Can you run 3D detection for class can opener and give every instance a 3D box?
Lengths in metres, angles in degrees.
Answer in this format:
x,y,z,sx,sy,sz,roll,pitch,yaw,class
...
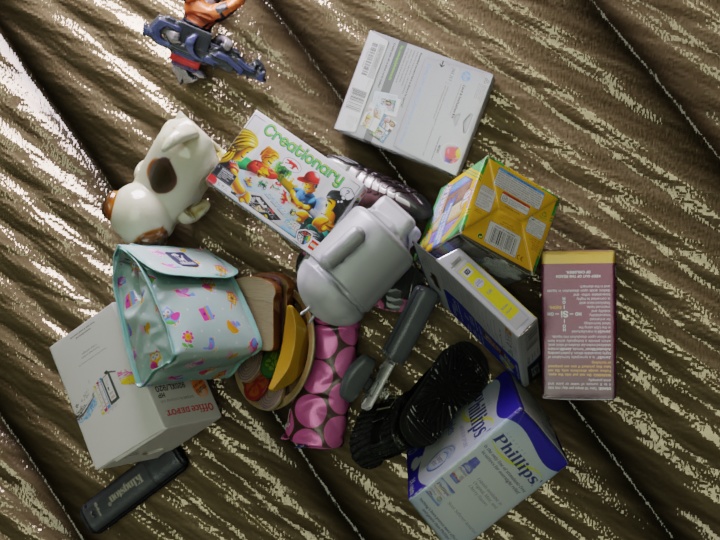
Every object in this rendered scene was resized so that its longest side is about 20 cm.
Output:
x,y,z,sx,sy,sz,roll,pitch,yaw,class
0.043,0.109,1.521,0.066,0.053,0.201,32,88,-14,can opener

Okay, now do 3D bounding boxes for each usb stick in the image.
x,y,z,sx,sy,sz,roll,pitch,yaw,class
-0.353,0.338,1.659,0.199,0.033,0.056,-37,81,10,usb stick

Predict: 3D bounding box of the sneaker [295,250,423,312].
x,y,z,sx,sy,sz,roll,pitch,yaw,class
0.000,0.000,1.569,0.198,0.086,0.081,19,97,-11,sneaker

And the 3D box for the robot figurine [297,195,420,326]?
x,y,z,sx,sy,sz,roll,pitch,yaw,class
-0.007,-0.006,1.450,0.200,0.170,0.113,-46,64,-4,robot figurine

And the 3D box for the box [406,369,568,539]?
x,y,z,sx,sy,sz,roll,pitch,yaw,class
0.168,0.257,1.466,0.199,0.184,0.105,-40,98,8,box

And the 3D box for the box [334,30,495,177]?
x,y,z,sx,sy,sz,roll,pitch,yaw,class
0.080,-0.246,1.569,0.198,0.041,0.158,21,94,12,box

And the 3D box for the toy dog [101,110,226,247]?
x,y,z,sx,sy,sz,roll,pitch,yaw,class
-0.283,-0.118,1.573,0.139,0.194,0.201,40,91,-3,toy dog

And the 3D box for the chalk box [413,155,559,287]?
x,y,z,sx,sy,sz,roll,pitch,yaw,class
0.164,-0.052,1.482,0.123,0.200,0.125,27,70,-14,chalk box

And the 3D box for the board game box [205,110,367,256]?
x,y,z,sx,sy,sz,roll,pitch,yaw,class
-0.105,-0.122,1.517,0.199,0.035,0.127,34,84,12,board game box

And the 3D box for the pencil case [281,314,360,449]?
x,y,z,sx,sy,sz,roll,pitch,yaw,class
-0.058,0.163,1.573,0.092,0.091,0.203,9,89,14,pencil case

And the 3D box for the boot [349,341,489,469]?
x,y,z,sx,sy,sz,roll,pitch,yaw,class
0.081,0.193,1.542,0.080,0.211,0.157,52,141,-3,boot

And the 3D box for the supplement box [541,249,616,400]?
x,y,z,sx,sy,sz,roll,pitch,yaw,class
0.305,0.073,1.477,0.102,0.131,0.203,-1,89,13,supplement box

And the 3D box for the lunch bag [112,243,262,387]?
x,y,z,sx,sy,sz,roll,pitch,yaw,class
-0.254,0.050,1.512,0.122,0.169,0.202,-37,65,37,lunch bag

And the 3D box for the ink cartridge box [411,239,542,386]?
x,y,z,sx,sy,sz,roll,pitch,yaw,class
0.164,0.049,1.449,0.047,0.198,0.200,-39,64,-6,ink cartridge box

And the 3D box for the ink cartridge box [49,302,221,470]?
x,y,z,sx,sy,sz,roll,pitch,yaw,class
-0.330,0.167,1.570,0.144,0.147,0.202,-32,76,23,ink cartridge box

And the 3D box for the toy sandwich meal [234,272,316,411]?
x,y,z,sx,sy,sz,roll,pitch,yaw,class
-0.142,0.103,1.559,0.204,0.070,0.208,-11,74,43,toy sandwich meal

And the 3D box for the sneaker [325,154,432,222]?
x,y,z,sx,sy,sz,roll,pitch,yaw,class
0.012,-0.083,1.560,0.199,0.075,0.117,31,106,34,sneaker

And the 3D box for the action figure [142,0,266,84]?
x,y,z,sx,sy,sz,roll,pitch,yaw,class
-0.220,-0.366,1.623,0.198,0.105,0.195,28,103,-15,action figure
